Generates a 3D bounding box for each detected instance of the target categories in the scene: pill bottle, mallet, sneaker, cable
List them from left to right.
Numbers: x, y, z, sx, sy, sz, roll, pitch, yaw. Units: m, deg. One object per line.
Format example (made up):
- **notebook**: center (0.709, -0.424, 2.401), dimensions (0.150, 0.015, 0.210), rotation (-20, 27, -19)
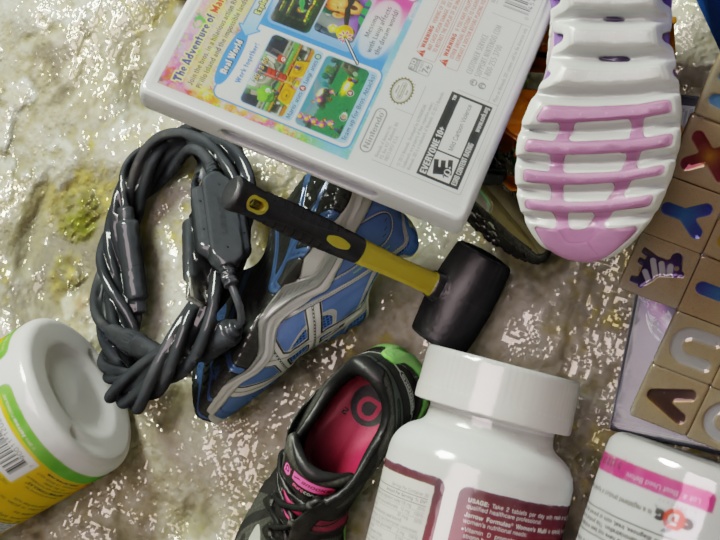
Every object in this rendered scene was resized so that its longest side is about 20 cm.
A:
- **pill bottle**: center (-0.262, 0.125, 0.890), dimensions (0.199, 0.111, 0.112), rotation (-30, 72, 15)
- **cable**: center (-0.125, -0.006, 0.869), dimensions (0.163, 0.051, 0.201), rotation (-48, 41, 33)
- **sneaker**: center (-0.040, 0.028, 0.834), dimensions (0.200, 0.077, 0.076), rotation (-50, 34, 28)
- **sneaker**: center (-0.033, 0.131, 0.811), dimensions (0.076, 0.084, 0.201), rotation (27, 93, 24)
- **mallet**: center (0.000, 0.000, 0.770), dimensions (0.041, 0.199, 0.066), rotation (34, 106, 54)
- **pill bottle**: center (0.059, 0.150, 0.758), dimensions (0.109, 0.109, 0.202), rotation (13, 87, 23)
- **sneaker**: center (0.075, -0.099, 0.814), dimensions (0.088, 0.077, 0.201), rotation (-29, 75, 4)
- **sneaker**: center (0.128, -0.105, 0.694), dimensions (0.080, 0.088, 0.202), rotation (5, 93, 12)
- **pill bottle**: center (0.157, 0.197, 0.709), dimensions (0.113, 0.113, 0.201), rotation (18, 89, 23)

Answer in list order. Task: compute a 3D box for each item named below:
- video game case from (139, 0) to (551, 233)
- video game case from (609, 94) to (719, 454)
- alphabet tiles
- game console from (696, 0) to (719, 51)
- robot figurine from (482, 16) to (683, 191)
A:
- **video game case**: center (0.006, -0.139, 0.718), dimensions (0.181, 0.024, 0.201), rotation (22, 68, 6)
- **video game case**: center (0.230, 0.007, 0.760), dimensions (0.142, 0.019, 0.202), rotation (10, 87, 23)
- **alphabet tiles**: center (0.223, 0.008, 0.693), dimensions (0.166, 0.008, 0.201), rotation (21, 112, 3)
- **game console**: center (0.209, -0.203, 0.683), dimensions (0.118, 0.200, 0.171), rotation (38, 84, 28)
- **robot figurine**: center (0.083, -0.103, 0.759), dimensions (0.198, 0.058, 0.146), rotation (5, 66, -7)
